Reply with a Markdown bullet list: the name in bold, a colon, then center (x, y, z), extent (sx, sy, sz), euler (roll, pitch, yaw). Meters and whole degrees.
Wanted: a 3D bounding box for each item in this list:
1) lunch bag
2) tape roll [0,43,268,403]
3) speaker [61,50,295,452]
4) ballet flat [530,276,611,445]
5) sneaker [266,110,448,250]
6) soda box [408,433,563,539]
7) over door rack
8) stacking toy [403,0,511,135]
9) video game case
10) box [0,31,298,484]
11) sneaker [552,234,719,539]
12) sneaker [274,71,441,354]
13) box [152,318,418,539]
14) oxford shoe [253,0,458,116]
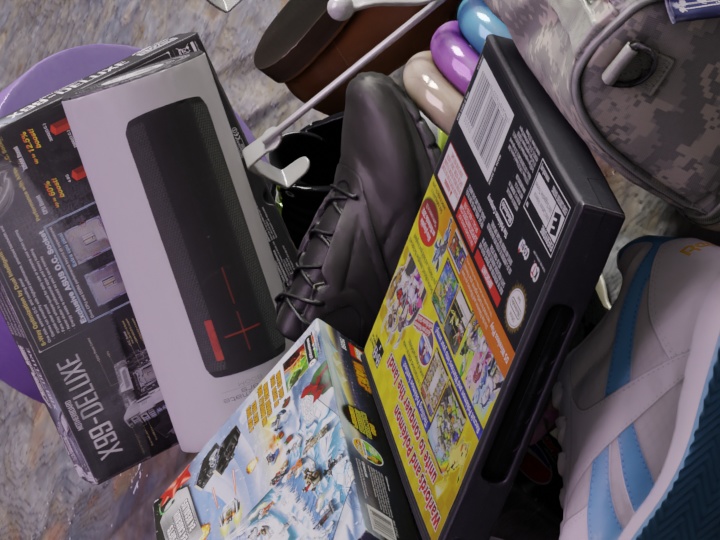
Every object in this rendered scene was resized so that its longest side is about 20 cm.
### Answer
- **lunch bag**: center (0.136, -0.116, 1.314), extent (0.139, 0.168, 0.200), euler (-60, 32, 21)
- **tape roll**: center (-0.147, -0.024, 1.706), extent (0.085, 0.200, 0.200), euler (-29, 51, 50)
- **speaker**: center (-0.087, -0.008, 1.542), extent (0.081, 0.081, 0.200), euler (-5, 104, 58)
- **ballet flat**: center (0.093, 0.017, 1.407), extent (0.069, 0.071, 0.200), euler (-51, 27, 26)
- **sneaker**: center (-0.020, -0.060, 1.628), extent (0.200, 0.083, 0.072), euler (-19, 59, 54)
- **soda box**: center (0.011, 0.142, 1.437), extent (0.200, 0.071, 0.063), euler (-40, 22, 28)
- **over door rack**: center (-0.023, -0.161, 1.533), extent (0.200, 0.067, 0.148), euler (-47, 45, 34)
- **stacking toy**: center (0.107, -0.152, 1.479), extent (0.200, 0.085, 0.085), euler (-55, 34, 18)
- **video game case**: center (0.056, 0.011, 1.337), extent (0.200, 0.025, 0.181), euler (-110, 38, -63)
- **box**: center (-0.120, -0.007, 1.600), extent (0.200, 0.158, 0.050), euler (65, 165, -10)
- **sneaker**: center (0.122, 0.082, 1.303), extent (0.081, 0.077, 0.200), euler (24, 94, 40)
- **sneaker**: center (0.000, 0.000, 1.496), extent (0.076, 0.091, 0.200), euler (-154, 60, -72)
- **box**: center (-0.039, 0.126, 1.404), extent (0.137, 0.040, 0.200), euler (-48, 23, 17)
- **oxford shoe**: center (0.033, -0.166, 1.625), extent (0.200, 0.071, 0.071), euler (-45, 25, 13)
